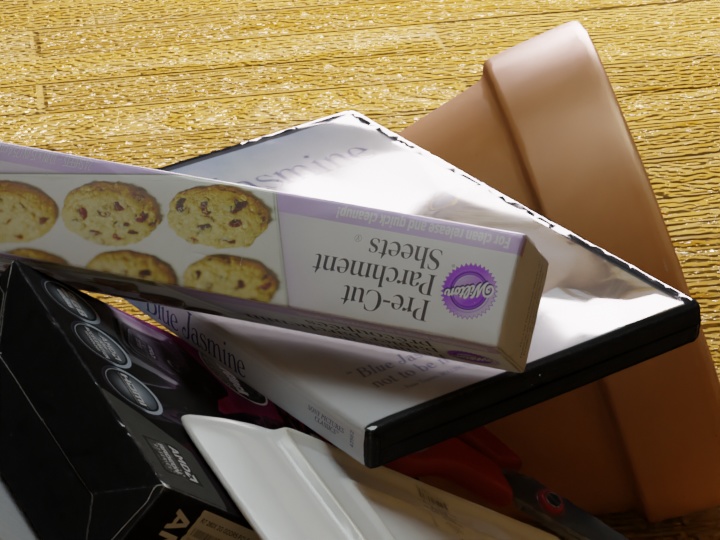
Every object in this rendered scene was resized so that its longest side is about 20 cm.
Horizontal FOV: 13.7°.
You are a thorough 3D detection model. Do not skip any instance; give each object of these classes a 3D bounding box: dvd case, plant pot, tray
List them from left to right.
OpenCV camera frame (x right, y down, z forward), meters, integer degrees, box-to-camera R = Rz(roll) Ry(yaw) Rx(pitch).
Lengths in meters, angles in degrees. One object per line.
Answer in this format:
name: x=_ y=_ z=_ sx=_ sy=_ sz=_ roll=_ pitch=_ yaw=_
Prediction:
dvd case: x=0.000 y=0.000 z=1.041 sx=0.143 sy=0.018 sz=0.200 roll=-20 pitch=33 yaw=-32
tray: x=0.033 y=0.099 z=0.977 sx=0.200 sy=0.022 sz=0.107 roll=26 pitch=18 yaw=-48
plant pot: x=0.054 y=0.018 z=1.184 sx=0.140 sy=0.200 sz=0.200 roll=-20 pitch=20 yaw=3

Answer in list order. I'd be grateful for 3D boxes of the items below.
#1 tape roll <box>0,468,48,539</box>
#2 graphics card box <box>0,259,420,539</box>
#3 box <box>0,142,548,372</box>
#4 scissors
tape roll: x=-0.119 y=0.086 z=1.010 sx=0.200 sy=0.066 sz=0.200 roll=37 pitch=12 yaw=-9
graphics card box: x=-0.038 y=0.079 z=1.005 sx=0.200 sy=0.051 sz=0.125 roll=27 pitch=18 yaw=-43
box: x=-0.040 y=-0.006 z=0.976 sx=0.200 sy=0.041 sz=0.039 roll=11 pitch=-11 yaw=19
scissors: x=0.054 y=0.082 z=1.073 sx=0.200 sy=0.014 sz=0.073 roll=42 pitch=33 yaw=-1
